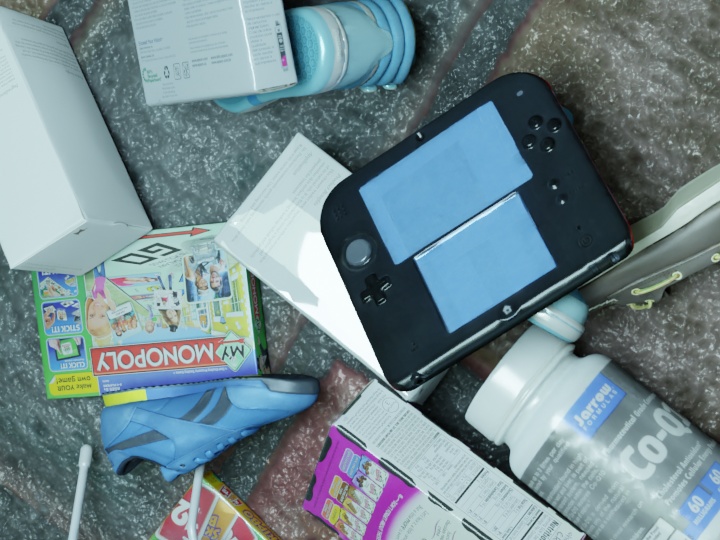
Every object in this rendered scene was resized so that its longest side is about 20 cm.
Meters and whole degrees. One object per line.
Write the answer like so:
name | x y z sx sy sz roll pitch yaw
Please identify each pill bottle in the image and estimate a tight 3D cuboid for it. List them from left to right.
pill bottle | 0.182 0.134 1.238 0.200 0.114 0.114 38 106 11

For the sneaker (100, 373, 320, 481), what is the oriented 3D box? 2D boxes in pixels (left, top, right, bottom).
sneaker | -0.118 0.124 1.332 0.199 0.066 0.079 -10 83 25

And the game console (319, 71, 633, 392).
game console | 0.075 -0.032 1.186 0.199 0.031 0.177 -33 53 13

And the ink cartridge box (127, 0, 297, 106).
ink cartridge box | -0.123 -0.226 1.238 0.196 0.043 0.201 6 106 60

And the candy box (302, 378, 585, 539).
candy box | 0.060 0.191 1.280 0.200 0.061 0.137 37 145 12

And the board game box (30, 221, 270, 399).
board game box | -0.177 0.033 1.398 0.199 0.029 0.136 -6 93 20

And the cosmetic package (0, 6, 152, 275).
cosmetic package | -0.261 -0.104 1.357 0.085 0.107 0.201 -29 75 19

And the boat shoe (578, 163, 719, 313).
boat shoe | 0.214 -0.006 1.237 0.200 0.072 0.060 -35 99 25

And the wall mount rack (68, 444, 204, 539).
wall mount rack | -0.174 0.226 1.372 0.199 0.075 0.175 -11 92 20

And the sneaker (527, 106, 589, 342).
sneaker | 0.129 -0.047 1.222 0.131 0.079 0.200 -50 46 12

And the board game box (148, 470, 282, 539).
board game box | -0.155 0.274 1.418 0.095 0.030 0.200 42 109 11

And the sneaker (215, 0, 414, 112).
sneaker | -0.034 -0.168 1.300 0.200 0.130 0.080 11 109 54

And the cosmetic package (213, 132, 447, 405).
cosmetic package | 0.000 0.000 1.293 0.200 0.081 0.113 40 90 10
